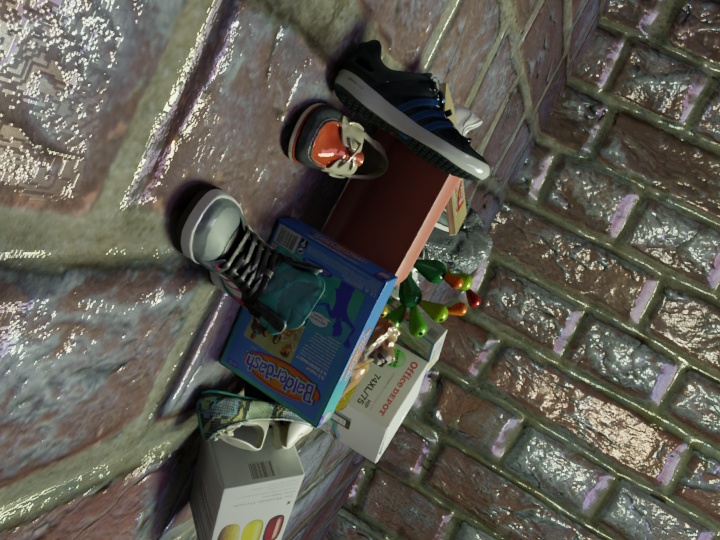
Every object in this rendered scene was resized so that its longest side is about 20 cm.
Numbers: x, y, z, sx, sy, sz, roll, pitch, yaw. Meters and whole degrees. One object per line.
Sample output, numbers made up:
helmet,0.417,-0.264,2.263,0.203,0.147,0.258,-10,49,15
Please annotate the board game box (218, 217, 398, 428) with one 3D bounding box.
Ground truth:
board game box,-0.065,0.060,0.866,0.201,0.152,0.045,-64,163,16

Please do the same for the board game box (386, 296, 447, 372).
board game box,0.049,0.075,1.220,0.034,0.200,0.135,-46,163,-21

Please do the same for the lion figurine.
lion figurine,-0.013,0.126,1.014,0.122,0.073,0.200,-36,173,-16

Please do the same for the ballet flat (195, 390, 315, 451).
ballet flat,-0.119,0.198,0.937,0.199,0.074,0.074,12,112,-34

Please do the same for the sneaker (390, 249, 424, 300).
sneaker,0.066,-0.029,1.195,0.089,0.074,0.200,-52,-158,15

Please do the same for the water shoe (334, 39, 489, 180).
water shoe,0.069,-0.173,0.792,0.079,0.200,0.071,-59,-168,-2

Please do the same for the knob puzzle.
knob puzzle,0.120,-0.163,1.043,0.220,0.030,0.221,-4,90,-75

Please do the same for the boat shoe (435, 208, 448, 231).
boat shoe,0.110,-0.103,1.116,0.062,0.073,0.200,-63,161,12

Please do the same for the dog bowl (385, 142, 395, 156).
dog bowl,0.054,-0.143,1.103,0.200,0.059,0.200,-56,167,-20

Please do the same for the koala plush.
koala plush,0.126,-0.041,1.384,0.200,0.183,0.178,-43,-158,52

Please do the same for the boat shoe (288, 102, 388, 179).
boat shoe,-0.021,-0.137,0.825,0.071,0.062,0.200,-61,166,9

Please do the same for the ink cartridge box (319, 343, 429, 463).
ink cartridge box,-0.012,0.192,1.238,0.147,0.199,0.146,-52,164,-34

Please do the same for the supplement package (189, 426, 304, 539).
supplement package,-0.162,0.303,1.011,0.113,0.110,0.201,-3,133,-25

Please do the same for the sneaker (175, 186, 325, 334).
sneaker,-0.096,0.001,0.697,0.084,0.120,0.200,-58,166,-13

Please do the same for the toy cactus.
toy cactus,0.068,0.014,1.064,0.199,0.166,0.102,-16,-178,-8

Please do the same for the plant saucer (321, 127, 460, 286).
plant saucer,0.042,-0.085,0.932,0.037,0.200,0.200,28,92,-34

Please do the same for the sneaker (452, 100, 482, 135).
sneaker,0.135,-0.190,1.243,0.201,0.088,0.075,-60,168,-1

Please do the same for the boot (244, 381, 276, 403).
boot,-0.092,0.090,1.022,0.154,0.073,0.204,-52,166,-50
